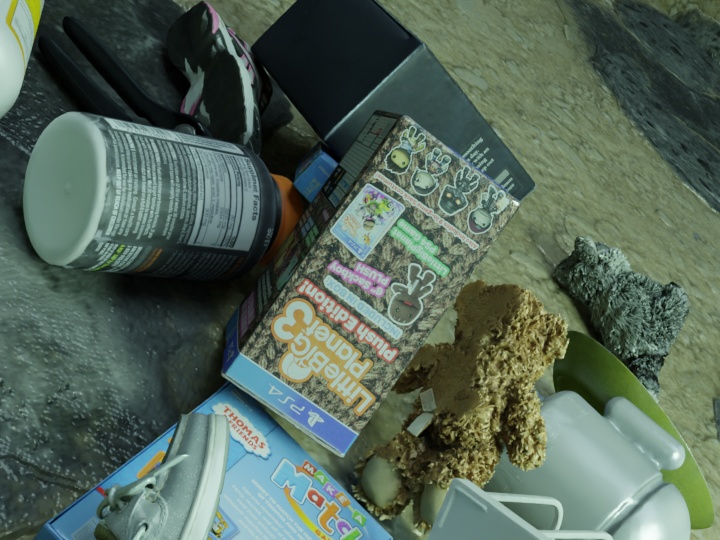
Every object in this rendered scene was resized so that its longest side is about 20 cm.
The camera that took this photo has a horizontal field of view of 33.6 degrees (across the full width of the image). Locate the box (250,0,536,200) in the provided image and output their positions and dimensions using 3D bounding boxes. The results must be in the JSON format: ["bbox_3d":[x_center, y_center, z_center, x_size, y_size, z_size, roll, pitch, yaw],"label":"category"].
[{"bbox_3d":[0.027,-0.140,1.074,0.200,0.117,0.197,44,6,-40],"label":"box"}]

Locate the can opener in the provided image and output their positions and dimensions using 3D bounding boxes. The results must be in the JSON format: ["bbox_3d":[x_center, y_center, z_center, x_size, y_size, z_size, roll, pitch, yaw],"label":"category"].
[{"bbox_3d":[-0.190,-0.129,0.973,0.200,0.079,0.063,42,68,6],"label":"can opener"}]

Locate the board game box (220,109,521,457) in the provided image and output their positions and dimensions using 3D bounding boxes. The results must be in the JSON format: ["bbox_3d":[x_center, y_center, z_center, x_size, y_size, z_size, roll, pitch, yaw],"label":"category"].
[{"bbox_3d":[0.000,0.000,0.819,0.096,0.201,0.159,35,4,-9],"label":"board game box"}]

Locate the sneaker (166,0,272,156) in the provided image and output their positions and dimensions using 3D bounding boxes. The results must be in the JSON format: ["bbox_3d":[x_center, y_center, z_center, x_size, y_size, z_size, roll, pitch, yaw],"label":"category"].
[{"bbox_3d":[-0.111,-0.161,1.080,0.086,0.080,0.202,28,36,-41],"label":"sneaker"}]

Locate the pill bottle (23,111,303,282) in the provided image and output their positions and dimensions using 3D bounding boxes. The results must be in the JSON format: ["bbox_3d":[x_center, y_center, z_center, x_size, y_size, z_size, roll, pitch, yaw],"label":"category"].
[{"bbox_3d":[-0.134,-0.047,0.867,0.199,0.106,0.107,7,43,-46],"label":"pill bottle"}]

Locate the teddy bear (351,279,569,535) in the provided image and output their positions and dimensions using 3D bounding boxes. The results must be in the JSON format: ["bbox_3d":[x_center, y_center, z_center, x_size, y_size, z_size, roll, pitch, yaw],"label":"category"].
[{"bbox_3d":[0.076,0.104,0.867,0.067,0.143,0.202,54,41,-40],"label":"teddy bear"}]

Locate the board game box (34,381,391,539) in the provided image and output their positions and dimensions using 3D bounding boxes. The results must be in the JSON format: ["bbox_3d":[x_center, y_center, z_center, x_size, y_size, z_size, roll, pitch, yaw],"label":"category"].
[{"bbox_3d":[-0.080,0.164,0.706,0.151,0.037,0.200,44,31,5],"label":"board game box"}]

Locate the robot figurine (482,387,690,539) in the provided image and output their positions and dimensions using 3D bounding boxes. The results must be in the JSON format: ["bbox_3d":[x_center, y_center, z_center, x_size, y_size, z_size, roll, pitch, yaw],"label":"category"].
[{"bbox_3d":[0.166,0.173,0.901,0.200,0.169,0.113,43,-9,23],"label":"robot figurine"}]

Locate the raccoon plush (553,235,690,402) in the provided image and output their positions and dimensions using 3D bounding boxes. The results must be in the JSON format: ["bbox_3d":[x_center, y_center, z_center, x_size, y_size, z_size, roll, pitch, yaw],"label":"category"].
[{"bbox_3d":[0.262,0.045,1.237,0.133,0.097,0.201,30,31,-4],"label":"raccoon plush"}]

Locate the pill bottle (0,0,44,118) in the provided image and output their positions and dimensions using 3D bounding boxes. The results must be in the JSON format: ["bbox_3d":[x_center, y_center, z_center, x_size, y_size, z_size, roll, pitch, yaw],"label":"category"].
[{"bbox_3d":[-0.287,-0.168,0.848,0.103,0.104,0.201,26,33,-24],"label":"pill bottle"}]

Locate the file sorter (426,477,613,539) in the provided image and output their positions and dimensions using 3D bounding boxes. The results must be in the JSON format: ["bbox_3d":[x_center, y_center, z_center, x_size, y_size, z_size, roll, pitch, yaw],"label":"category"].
[{"bbox_3d":[0.132,0.236,0.702,0.124,0.140,0.199,14,12,-44],"label":"file sorter"}]

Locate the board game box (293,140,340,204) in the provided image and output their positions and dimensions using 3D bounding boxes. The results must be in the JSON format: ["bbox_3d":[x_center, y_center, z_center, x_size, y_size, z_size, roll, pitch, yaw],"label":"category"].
[{"bbox_3d":[0.008,-0.039,1.000,0.151,0.037,0.200,46,6,-8],"label":"board game box"}]

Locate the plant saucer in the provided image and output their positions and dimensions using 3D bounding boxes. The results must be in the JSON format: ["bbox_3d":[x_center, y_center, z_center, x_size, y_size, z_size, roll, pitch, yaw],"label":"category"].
[{"bbox_3d":[0.223,0.143,1.016,0.201,0.031,0.200,55,-8,12],"label":"plant saucer"}]

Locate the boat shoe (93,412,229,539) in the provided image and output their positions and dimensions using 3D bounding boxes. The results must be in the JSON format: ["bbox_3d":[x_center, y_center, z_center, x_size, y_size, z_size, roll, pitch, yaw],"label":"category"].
[{"bbox_3d":[-0.122,0.155,0.575,0.064,0.074,0.204,28,72,-6],"label":"boat shoe"}]
